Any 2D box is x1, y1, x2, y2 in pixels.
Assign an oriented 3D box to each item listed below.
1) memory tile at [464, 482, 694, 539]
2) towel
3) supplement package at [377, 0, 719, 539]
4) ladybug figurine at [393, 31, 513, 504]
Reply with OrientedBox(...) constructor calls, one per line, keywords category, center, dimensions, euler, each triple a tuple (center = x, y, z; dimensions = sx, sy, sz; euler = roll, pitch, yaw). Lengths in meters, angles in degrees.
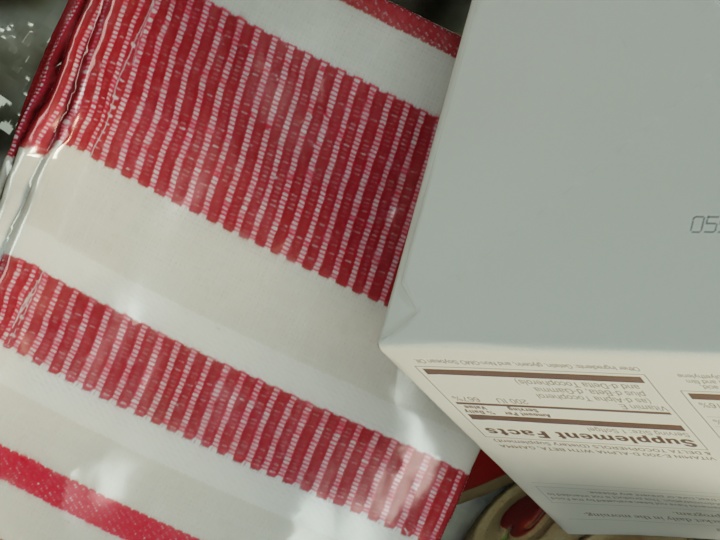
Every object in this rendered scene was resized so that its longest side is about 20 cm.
OrientedBox(category="memory tile", center=(0.037, 0.121, 0.741), dimensions=(0.153, 0.200, 0.017), euler=(-43, 113, -6))
OrientedBox(category="towel", center=(-0.033, 0.022, 0.738), dimensions=(0.144, 0.023, 0.201), euler=(25, 83, -18))
OrientedBox(category="supplement package", center=(0.130, -0.025, 0.687), dimensions=(0.199, 0.111, 0.156), euler=(1, 63, 31))
OrientedBox(category="ladybug figurine", center=(0.000, 0.000, 0.806), dimensions=(0.199, 0.072, 0.136), euler=(-15, 86, -7))
